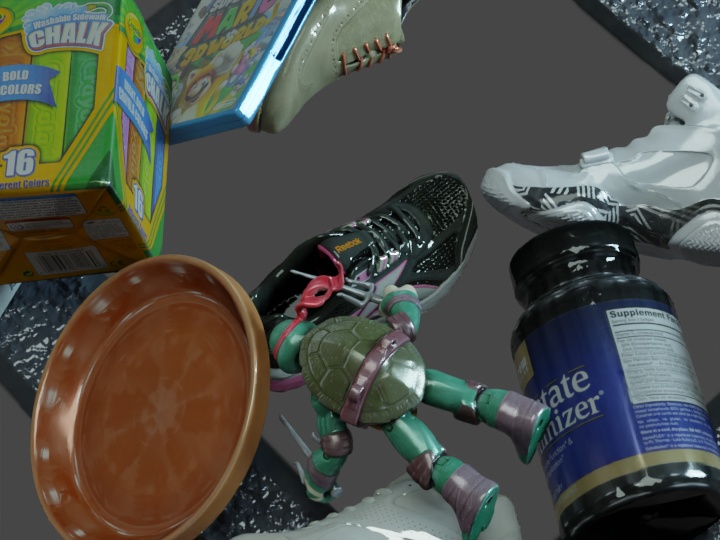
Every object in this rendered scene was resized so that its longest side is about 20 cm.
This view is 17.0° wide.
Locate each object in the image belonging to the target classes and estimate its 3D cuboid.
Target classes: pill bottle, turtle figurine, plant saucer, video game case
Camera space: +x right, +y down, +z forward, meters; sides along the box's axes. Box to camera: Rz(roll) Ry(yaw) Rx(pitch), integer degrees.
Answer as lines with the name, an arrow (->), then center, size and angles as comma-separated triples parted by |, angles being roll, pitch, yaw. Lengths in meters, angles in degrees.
pill bottle -> 0.159, 0.074, 1.541 | 0.111, 0.112, 0.201 | -13, 61, -3
turtle figurine -> 0.010, 0.078, 1.494 | 0.199, 0.101, 0.150 | 29, 83, 18
plant saucer -> -0.133, 0.090, 1.548 | 0.200, 0.032, 0.201 | -16, 64, 36
video game case -> -0.081, -0.175, 1.692 | 0.143, 0.018, 0.201 | -10, 47, 52

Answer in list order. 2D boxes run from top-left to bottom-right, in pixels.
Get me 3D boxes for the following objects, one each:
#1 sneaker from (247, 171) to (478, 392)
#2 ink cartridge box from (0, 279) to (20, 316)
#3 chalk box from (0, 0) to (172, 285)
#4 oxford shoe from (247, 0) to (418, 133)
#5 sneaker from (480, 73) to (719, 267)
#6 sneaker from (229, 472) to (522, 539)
sneaker -> 0.000, 0.000, 1.605 | 0.200, 0.086, 0.080 | -42, 68, -18
ink cartridge box -> -0.263, -0.046, 1.676 | 0.099, 0.039, 0.201 | 21, 66, 13
chalk box -> -0.201, -0.110, 1.607 | 0.124, 0.124, 0.201 | -6, 62, 10
oxford shoe -> -0.009, -0.169, 1.708 | 0.075, 0.071, 0.200 | 30, 70, 11
sneaker -> 0.186, -0.074, 1.626 | 0.199, 0.075, 0.116 | 11, 79, 5
sneaker -> 0.009, 0.176, 1.526 | 0.199, 0.078, 0.100 | 3, 53, -3
